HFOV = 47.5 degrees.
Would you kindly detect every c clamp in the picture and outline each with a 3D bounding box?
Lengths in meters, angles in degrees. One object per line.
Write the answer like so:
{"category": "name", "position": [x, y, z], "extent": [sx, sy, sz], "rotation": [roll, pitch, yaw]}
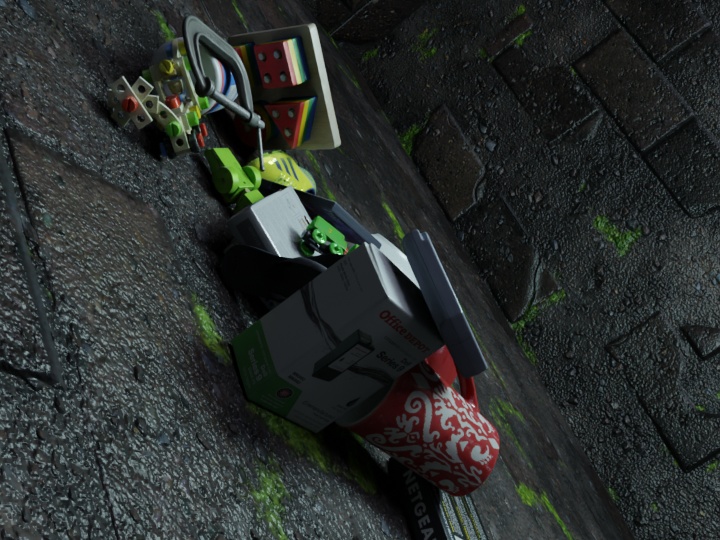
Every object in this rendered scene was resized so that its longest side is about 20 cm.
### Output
{"category": "c clamp", "position": [-0.184, -0.253, 1.136], "extent": [0.200, 0.027, 0.175], "rotation": [33, 45, -63]}

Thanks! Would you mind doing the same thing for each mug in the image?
{"category": "mug", "position": [0.091, 0.176, 1.045], "extent": [0.199, 0.178, 0.134], "rotation": [40, 7, -23]}

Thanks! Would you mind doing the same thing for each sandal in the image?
{"category": "sandal", "position": [-0.079, 0.014, 0.986], "extent": [0.043, 0.195, 0.078], "rotation": [12, 84, -77]}

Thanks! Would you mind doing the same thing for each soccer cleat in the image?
{"category": "soccer cleat", "position": [-0.129, -0.152, 1.412], "extent": [0.199, 0.064, 0.086], "rotation": [13, 56, -67]}

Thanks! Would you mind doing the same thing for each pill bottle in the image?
{"category": "pill bottle", "position": [-0.243, -0.300, 1.257], "extent": [0.113, 0.111, 0.200], "rotation": [52, 13, -10]}

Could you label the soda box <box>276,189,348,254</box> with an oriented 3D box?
{"category": "soda box", "position": [-0.085, -0.041, 1.297], "extent": [0.200, 0.063, 0.071], "rotation": [41, 17, -49]}

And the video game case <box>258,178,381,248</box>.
{"category": "video game case", "position": [-0.073, -0.092, 1.322], "extent": [0.198, 0.019, 0.143], "rotation": [20, -13, 40]}

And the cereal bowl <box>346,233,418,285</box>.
{"category": "cereal bowl", "position": [0.040, -0.005, 1.472], "extent": [0.199, 0.084, 0.200], "rotation": [40, -1, 1]}

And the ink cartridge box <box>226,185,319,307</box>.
{"category": "ink cartridge box", "position": [-0.097, -0.025, 1.122], "extent": [0.164, 0.049, 0.200], "rotation": [60, 14, -6]}

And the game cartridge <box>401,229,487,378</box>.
{"category": "game cartridge", "position": [0.103, 0.051, 0.955], "extent": [0.135, 0.040, 0.200], "rotation": [64, 4, 29]}

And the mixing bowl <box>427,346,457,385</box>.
{"category": "mixing bowl", "position": [0.058, 0.139, 1.178], "extent": [0.199, 0.196, 0.111], "rotation": [26, 71, -63]}

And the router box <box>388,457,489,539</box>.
{"category": "router box", "position": [0.120, 0.351, 1.111], "extent": [0.149, 0.051, 0.202], "rotation": [42, 19, -40]}

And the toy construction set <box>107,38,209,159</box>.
{"category": "toy construction set", "position": [-0.253, -0.223, 1.079], "extent": [0.201, 0.090, 0.134], "rotation": [-71, 150, -64]}

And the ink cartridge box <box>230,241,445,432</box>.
{"category": "ink cartridge box", "position": [-0.024, 0.081, 0.930], "extent": [0.146, 0.198, 0.085], "rotation": [38, 22, -48]}

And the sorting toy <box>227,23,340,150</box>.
{"category": "sorting toy", "position": [-0.146, -0.295, 1.377], "extent": [0.069, 0.197, 0.203], "rotation": [-34, 120, -44]}

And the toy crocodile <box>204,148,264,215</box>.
{"category": "toy crocodile", "position": [-0.162, -0.095, 1.176], "extent": [0.201, 0.062, 0.067], "rotation": [53, 29, 10]}

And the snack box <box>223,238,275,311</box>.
{"category": "snack box", "position": [-0.109, 0.036, 1.113], "extent": [0.201, 0.024, 0.072], "rotation": [53, 15, -12]}

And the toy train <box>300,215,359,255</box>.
{"category": "toy train", "position": [0.000, 0.000, 1.125], "extent": [0.199, 0.042, 0.057], "rotation": [38, 38, -17]}
